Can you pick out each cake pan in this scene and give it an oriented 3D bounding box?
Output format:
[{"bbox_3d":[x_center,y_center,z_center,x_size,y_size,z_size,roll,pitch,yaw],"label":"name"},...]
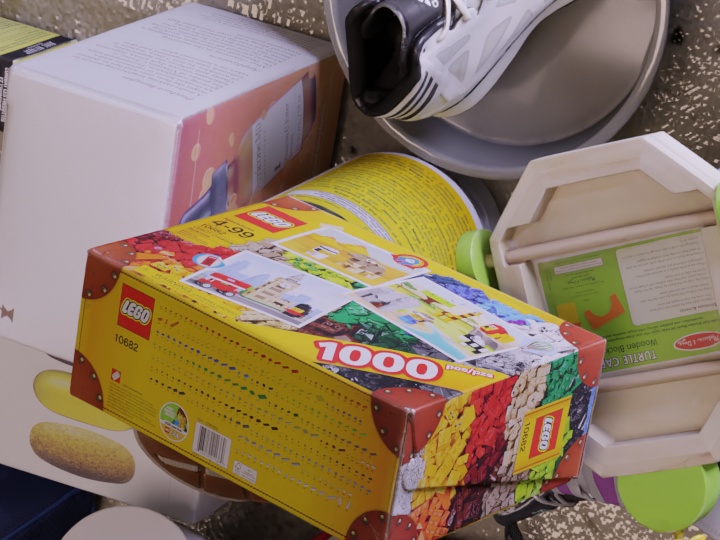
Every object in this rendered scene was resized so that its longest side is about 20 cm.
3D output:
[{"bbox_3d":[0.076,-0.150,1.520,0.199,0.037,0.201,6,105,24],"label":"cake pan"}]

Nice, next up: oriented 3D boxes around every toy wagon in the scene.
[{"bbox_3d":[0.131,0.040,1.336,0.155,0.040,0.201,-11,94,34],"label":"toy wagon"}]

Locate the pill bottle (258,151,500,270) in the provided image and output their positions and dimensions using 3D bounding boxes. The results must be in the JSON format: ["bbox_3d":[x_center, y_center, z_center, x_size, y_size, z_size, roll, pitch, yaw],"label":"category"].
[{"bbox_3d":[0.000,0.000,1.527,0.112,0.200,0.113,8,108,25],"label":"pill bottle"}]

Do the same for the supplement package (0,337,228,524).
[{"bbox_3d":[-0.153,0.057,1.671,0.199,0.109,0.114,15,111,22],"label":"supplement package"}]

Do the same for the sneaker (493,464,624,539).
[{"bbox_3d":[0.123,0.115,1.576,0.200,0.078,0.140,40,120,22],"label":"sneaker"}]

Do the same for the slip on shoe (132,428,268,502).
[{"bbox_3d":[-0.040,0.088,1.589,0.199,0.061,0.076,15,132,-25],"label":"slip on shoe"}]

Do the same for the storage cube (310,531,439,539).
[{"bbox_3d":[0.020,0.268,1.597,0.170,0.200,0.181,11,112,29],"label":"storage cube"}]

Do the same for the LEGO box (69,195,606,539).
[{"bbox_3d":[-0.012,0.045,1.320,0.199,0.149,0.078,25,116,33],"label":"LEGO box"}]

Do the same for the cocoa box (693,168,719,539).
[{"bbox_3d":[0.207,0.032,1.432,0.133,0.200,0.132,35,116,17],"label":"cocoa box"}]

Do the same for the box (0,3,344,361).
[{"bbox_3d":[-0.105,-0.046,1.558,0.106,0.200,0.153,18,112,21],"label":"box"}]

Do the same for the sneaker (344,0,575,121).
[{"bbox_3d":[0.064,-0.149,1.439,0.076,0.115,0.201,41,116,11],"label":"sneaker"}]

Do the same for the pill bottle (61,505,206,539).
[{"bbox_3d":[-0.121,0.211,1.640,0.112,0.200,0.113,-3,65,5],"label":"pill bottle"}]

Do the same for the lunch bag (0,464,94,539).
[{"bbox_3d":[-0.271,0.182,1.715,0.132,0.200,0.136,26,120,21],"label":"lunch bag"}]

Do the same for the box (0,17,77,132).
[{"bbox_3d":[-0.273,-0.135,1.698,0.199,0.075,0.050,18,112,20],"label":"box"}]
